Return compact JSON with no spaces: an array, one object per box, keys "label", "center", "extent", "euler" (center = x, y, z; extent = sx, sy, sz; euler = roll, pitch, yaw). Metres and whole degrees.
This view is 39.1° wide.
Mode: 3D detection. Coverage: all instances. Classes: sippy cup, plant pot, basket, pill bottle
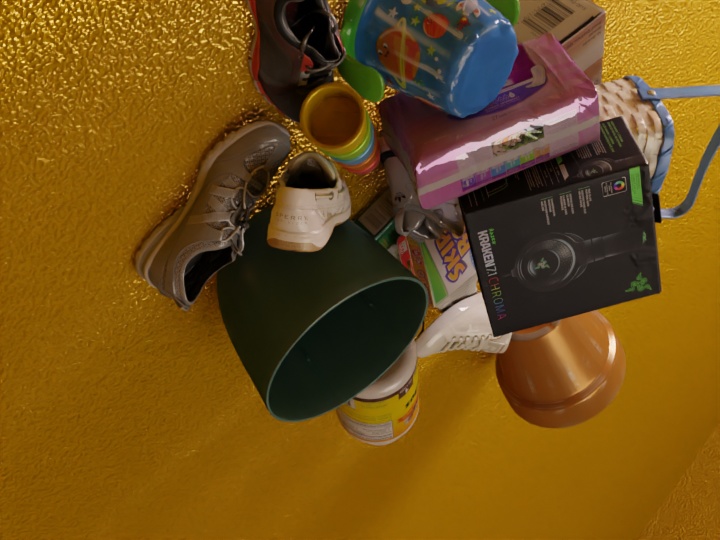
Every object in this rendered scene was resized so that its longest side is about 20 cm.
[{"label":"sippy cup","center":[0.072,-0.215,0.949],"extent":[0.179,0.130,0.139],"euler":[-52,151,1]},{"label":"plant pot","center":[0.282,0.105,1.539],"extent":[0.200,0.200,0.184],"euler":[-41,132,-6]},{"label":"basket","center":[0.309,-0.132,1.137],"extent":[0.197,0.140,0.178],"euler":[3,131,-12]},{"label":"plant pot","center":[-0.055,0.027,1.045],"extent":[0.199,0.161,0.202],"euler":[-31,151,-19]},{"label":"pill bottle","center":[0.018,0.142,1.244],"extent":[0.109,0.109,0.201],"euler":[-36,153,-16]}]

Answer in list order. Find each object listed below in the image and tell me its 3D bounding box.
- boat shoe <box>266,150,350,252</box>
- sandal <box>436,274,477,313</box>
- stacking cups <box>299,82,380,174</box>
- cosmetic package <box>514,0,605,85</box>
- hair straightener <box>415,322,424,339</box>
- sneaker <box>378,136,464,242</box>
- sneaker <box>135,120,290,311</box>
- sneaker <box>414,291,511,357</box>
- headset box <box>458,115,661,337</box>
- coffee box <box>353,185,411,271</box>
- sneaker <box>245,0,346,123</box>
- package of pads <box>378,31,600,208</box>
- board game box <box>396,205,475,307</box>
[{"label":"boat shoe","center":[-0.044,-0.080,0.968],"extent":[0.200,0.070,0.070],"euler":[-79,174,-70]},{"label":"sandal","center":[0.117,0.011,1.352],"extent":[0.082,0.050,0.203],"euler":[-35,161,-10]},{"label":"stacking cups","center":[-0.012,-0.123,0.975],"extent":[0.061,0.060,0.200],"euler":[-46,171,0]},{"label":"cosmetic package","center":[0.215,-0.216,1.169],"extent":[0.103,0.087,0.201],"euler":[-38,148,-14]},{"label":"hair straightener","center":[0.013,0.103,1.348],"extent":[0.199,0.041,0.078],"euler":[-25,143,-38]},{"label":"sneaker","center":[0.099,-0.092,1.138],"extent":[0.198,0.075,0.117],"euler":[-1,86,-44]},{"label":"sneaker","center":[-0.124,-0.049,0.960],"extent":[0.201,0.082,0.074],"euler":[-52,148,10]},{"label":"sneaker","center":[0.158,0.084,1.393],"extent":[0.199,0.085,0.073],"euler":[-26,164,-32]},{"label":"headset box","center":[0.210,-0.044,1.052],"extent":[0.197,0.093,0.176],"euler":[-15,129,5]},{"label":"coffee box","center":[0.000,0.000,1.201],"extent":[0.200,0.044,0.123],"euler":[-46,149,-1]},{"label":"sneaker","center":[-0.051,-0.188,0.888],"extent":[0.077,0.082,0.201],"euler":[-38,150,-13]},{"label":"package of pads","center":[0.125,-0.149,1.005],"extent":[0.198,0.121,0.076],"euler":[-23,137,-3]},{"label":"board game box","center":[0.118,-0.037,1.215],"extent":[0.199,0.030,0.097],"euler":[-35,121,-37]}]
